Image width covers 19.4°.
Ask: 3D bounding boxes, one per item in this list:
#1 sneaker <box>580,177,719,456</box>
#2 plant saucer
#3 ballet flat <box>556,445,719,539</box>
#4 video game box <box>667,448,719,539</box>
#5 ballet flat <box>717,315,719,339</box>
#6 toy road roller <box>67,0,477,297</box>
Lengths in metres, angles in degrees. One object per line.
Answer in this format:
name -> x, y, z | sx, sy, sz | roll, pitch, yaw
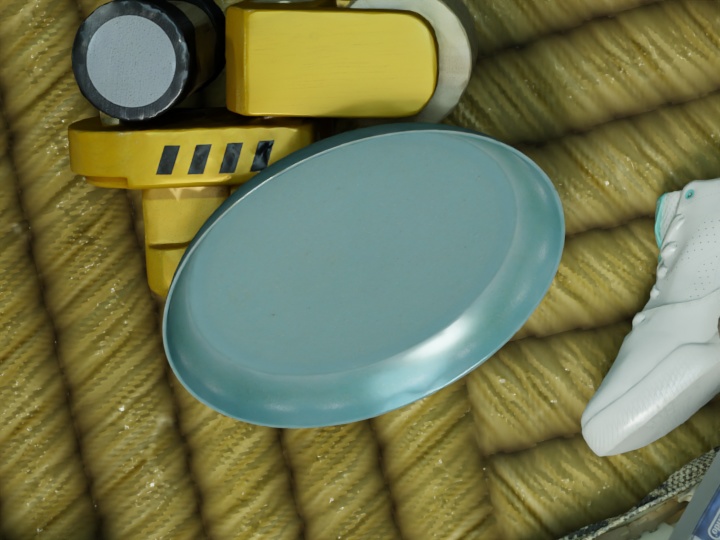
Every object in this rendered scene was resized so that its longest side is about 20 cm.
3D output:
sneaker -> 0.169, 0.003, 1.043 | 0.200, 0.075, 0.088 | -44, 74, -5
plant saucer -> 0.000, 0.000, 1.000 | 0.199, 0.200, 0.027 | -24, 50, 1
ballet flat -> 0.152, 0.138, 1.028 | 0.199, 0.075, 0.068 | -27, 90, 1
video game box -> 0.245, 0.136, 0.983 | 0.182, 0.047, 0.200 | 38, 49, 1
ballet flat -> 0.265, 0.045, 0.975 | 0.199, 0.067, 0.068 | 3, 55, 9
toy road roller -> -0.042, -0.065, 1.025 | 0.199, 0.123, 0.147 | -1, 101, 6
